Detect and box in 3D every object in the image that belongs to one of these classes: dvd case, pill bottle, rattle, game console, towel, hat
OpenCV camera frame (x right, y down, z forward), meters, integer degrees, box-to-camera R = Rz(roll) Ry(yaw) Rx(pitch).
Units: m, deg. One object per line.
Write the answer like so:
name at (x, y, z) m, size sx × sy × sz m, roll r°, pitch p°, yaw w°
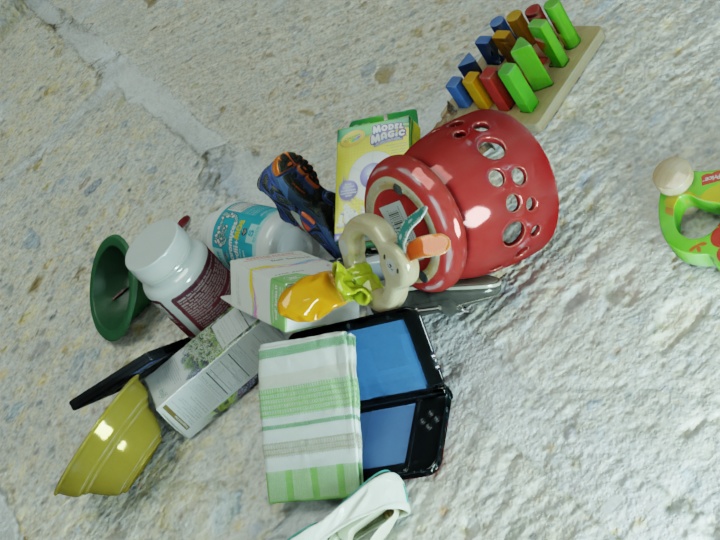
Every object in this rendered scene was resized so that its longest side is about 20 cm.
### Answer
dvd case at (-0.329, 0.148, 1.678) m, size 0.142 × 0.018 × 0.200 m, roll -33°, pitch -3°, yaw 11°
pill bottle at (-0.162, -0.046, 1.755) m, size 0.199 × 0.111 × 0.111 m, roll 12°, pitch 61°, yaw 47°
rattle at (-0.001, -0.007, 1.358) m, size 0.200 × 0.142 × 0.131 m, roll 173°, pitch 96°, yaw -64°
game console at (-0.001, 0.162, 1.398) m, size 0.199 × 0.119 × 0.173 m, roll -15°, pitch 44°, yaw 31°
pill bottle at (-0.248, 0.024, 1.682) m, size 0.114 × 0.200 × 0.115 m, roll -23°, pitch 40°, yaw 21°
towel at (-0.060, 0.183, 1.410) m, size 0.148 × 0.031 × 0.202 m, roll -11°, pitch 78°, yaw 33°
hat at (-0.342, 0.019, 1.923) m, size 0.165 × 0.175 × 0.202 m, roll 25°, pitch 107°, yaw 48°

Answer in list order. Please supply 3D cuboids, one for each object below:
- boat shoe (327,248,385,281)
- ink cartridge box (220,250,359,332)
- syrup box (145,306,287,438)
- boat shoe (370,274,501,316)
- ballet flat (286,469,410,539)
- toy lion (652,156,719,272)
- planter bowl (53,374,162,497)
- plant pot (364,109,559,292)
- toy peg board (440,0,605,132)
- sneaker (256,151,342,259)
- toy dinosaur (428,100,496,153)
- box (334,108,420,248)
boat shoe at (0.000, 0.000, 1.610) m, size 0.199 × 0.070 × 0.067 m, roll -20°, pitch 42°, yaw 36°
ink cartridge box at (-0.100, 0.021, 1.539) m, size 0.116 × 0.068 × 0.200 m, roll -9°, pitch 16°, yaw -32°
syrup box at (-0.203, 0.137, 1.628) m, size 0.200 × 0.082 × 0.079 m, roll -41°, pitch 36°, yaw 0°
boat shoe at (0.100, 0.039, 1.499) m, size 0.199 × 0.057 × 0.067 m, roll -3°, pitch 15°, yaw 34°
ballet flat at (-0.025, 0.312, 1.320) m, size 0.200 × 0.070 × 0.070 m, roll -38°, pitch 37°, yaw 2°
toy lion at (0.440, -0.057, 1.296) m, size 0.199 × 0.069 × 0.193 m, roll -15°, pitch 51°, yaw 30°
planter bowl at (-0.336, 0.251, 1.594) m, size 0.201 × 0.083 × 0.200 m, roll -56°, pitch 1°, yaw 1°
plant pot at (0.120, -0.081, 1.426) m, size 0.182 × 0.202 × 0.200 m, roll -26°, pitch 27°, yaw -33°
toy peg board at (0.225, -0.319, 1.709) m, size 0.198 × 0.098 × 0.200 m, roll 14°, pitch 62°, yaw 47°
sneaker at (-0.072, -0.087, 1.649) m, size 0.078 × 0.200 × 0.076 m, roll -16°, pitch 32°, yaw 43°
toy dinosaur at (0.119, -0.161, 1.658) m, size 0.136 × 0.086 × 0.200 m, roll -44°, pitch 31°, yaw 6°
box at (0.025, -0.134, 1.597) m, size 0.117 × 0.048 × 0.201 m, roll -9°, pitch 66°, yaw 23°
